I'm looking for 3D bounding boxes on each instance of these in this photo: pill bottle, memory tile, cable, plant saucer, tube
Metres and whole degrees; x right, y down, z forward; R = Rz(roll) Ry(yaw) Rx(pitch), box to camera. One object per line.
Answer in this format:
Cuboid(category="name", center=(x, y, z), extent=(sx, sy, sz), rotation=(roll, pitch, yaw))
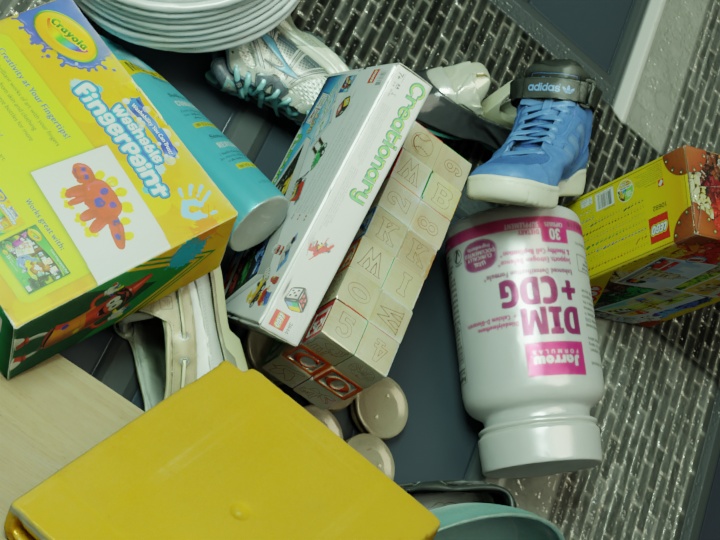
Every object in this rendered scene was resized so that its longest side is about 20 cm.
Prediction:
Cuboid(category="pill bottle", center=(0.132, 0.058, 1.099), extent=(0.113, 0.113, 0.202), rotation=(4, 72, -34))
Cuboid(category="memory tile", center=(-0.042, 0.147, 1.009), extent=(0.153, 0.017, 0.201), rotation=(29, 59, -24))
Cuboid(category="cable", center=(-0.128, -0.258, 1.010), extent=(0.198, 0.069, 0.201), rotation=(15, 67, 3))
Cuboid(category="plant saucer", center=(0.047, 0.222, 0.958), extent=(0.199, 0.201, 0.036), rotation=(4, 38, -34))
Cuboid(category="tube", center=(-0.130, -0.099, 0.962), extent=(0.200, 0.050, 0.077), rotation=(47, 8, 19))

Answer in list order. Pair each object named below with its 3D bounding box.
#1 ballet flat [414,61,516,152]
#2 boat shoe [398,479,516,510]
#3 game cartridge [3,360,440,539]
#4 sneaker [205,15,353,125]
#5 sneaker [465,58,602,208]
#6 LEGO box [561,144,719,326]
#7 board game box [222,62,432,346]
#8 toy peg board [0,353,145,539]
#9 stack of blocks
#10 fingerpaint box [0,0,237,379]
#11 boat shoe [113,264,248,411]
Cuboid(category="ballet flat", center=(0.102, -0.138, 1.171), extent=(0.199, 0.073, 0.074), rotation=(20, 63, -30))
Cuboid(category="boat shoe", center=(0.032, 0.190, 0.994), extent=(0.198, 0.066, 0.075), rotation=(-1, 76, -36))
Cuboid(category="game cartridge", center=(-0.073, 0.148, 0.799), extent=(0.176, 0.033, 0.200), rotation=(37, 38, 17))
Cuboid(category="sneaker", center=(-0.073, -0.152, 1.065), extent=(0.086, 0.078, 0.200), rotation=(-40, 91, -25))
Cuboid(category="sneaker", center=(0.137, -0.110, 1.081), extent=(0.200, 0.076, 0.112), rotation=(-16, 113, -64))
Cuboid(category="LEGO box", center=(0.257, -0.023, 1.161), extent=(0.148, 0.200, 0.078), rotation=(10, 68, -31))
Cuboid(category="board game box", center=(-0.032, -0.049, 0.970), extent=(0.034, 0.126, 0.201), rotation=(30, 83, -22))
Cuboid(category="toy peg board", center=(-0.214, 0.155, 0.817), extent=(0.199, 0.098, 0.199), rotation=(33, 38, 10))
Cuboid(category="stack of blocks", center=(0.000, 0.000, 1.020), extent=(0.058, 0.115, 0.201), rotation=(35, 54, -16))
Cuboid(category="fingerpaint box", center=(-0.205, -0.058, 0.883), extent=(0.166, 0.073, 0.200), rotation=(-30, 72, -31))
Cuboid(category="boat shoe", center=(-0.135, 0.022, 0.949), extent=(0.068, 0.075, 0.201), rotation=(-13, 76, -33))
